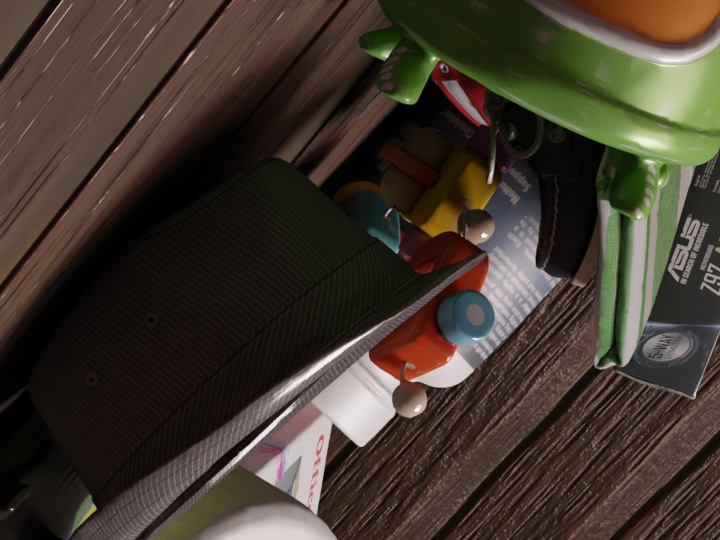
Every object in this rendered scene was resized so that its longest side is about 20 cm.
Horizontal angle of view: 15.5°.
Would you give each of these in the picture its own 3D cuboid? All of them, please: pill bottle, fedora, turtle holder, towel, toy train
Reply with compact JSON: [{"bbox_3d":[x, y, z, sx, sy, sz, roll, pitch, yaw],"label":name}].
[{"bbox_3d":[0.037,-0.010,1.386,0.200,0.120,0.120,-47,175,-2],"label":"pill bottle"},{"bbox_3d":[-0.055,0.023,1.033,0.200,0.090,0.177,-42,176,27],"label":"fedora"},{"bbox_3d":[0.089,-0.107,0.950,0.132,0.141,0.185,-65,160,12],"label":"turtle holder"},{"bbox_3d":[0.133,-0.073,1.131,0.153,0.023,0.201,82,24,-59],"label":"towel"},{"bbox_3d":[0.000,0.000,1.187,0.200,0.056,0.151,-21,-141,58],"label":"toy train"}]

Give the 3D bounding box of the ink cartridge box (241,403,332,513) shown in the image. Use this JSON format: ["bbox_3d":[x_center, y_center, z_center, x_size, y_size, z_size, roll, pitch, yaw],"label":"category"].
[{"bbox_3d":[-0.097,0.159,1.503,0.200,0.087,0.146,-40,144,-63],"label":"ink cartridge box"}]

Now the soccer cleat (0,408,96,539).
[{"bbox_3d":[-0.134,0.082,1.121,0.084,0.065,0.200,-12,-155,40],"label":"soccer cleat"}]

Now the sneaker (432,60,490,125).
[{"bbox_3d":[0.086,-0.123,1.219,0.071,0.112,0.200,-35,141,-28],"label":"sneaker"}]

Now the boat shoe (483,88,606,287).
[{"bbox_3d":[0.084,-0.081,1.115,0.075,0.062,0.201,-93,-175,-51],"label":"boat shoe"}]

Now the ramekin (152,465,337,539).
[{"bbox_3d":[-0.094,0.174,1.200,0.200,0.098,0.201,-25,125,-42],"label":"ramekin"}]

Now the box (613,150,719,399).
[{"bbox_3d":[0.177,-0.057,1.320,0.160,0.043,0.201,-78,-173,-69],"label":"box"}]
